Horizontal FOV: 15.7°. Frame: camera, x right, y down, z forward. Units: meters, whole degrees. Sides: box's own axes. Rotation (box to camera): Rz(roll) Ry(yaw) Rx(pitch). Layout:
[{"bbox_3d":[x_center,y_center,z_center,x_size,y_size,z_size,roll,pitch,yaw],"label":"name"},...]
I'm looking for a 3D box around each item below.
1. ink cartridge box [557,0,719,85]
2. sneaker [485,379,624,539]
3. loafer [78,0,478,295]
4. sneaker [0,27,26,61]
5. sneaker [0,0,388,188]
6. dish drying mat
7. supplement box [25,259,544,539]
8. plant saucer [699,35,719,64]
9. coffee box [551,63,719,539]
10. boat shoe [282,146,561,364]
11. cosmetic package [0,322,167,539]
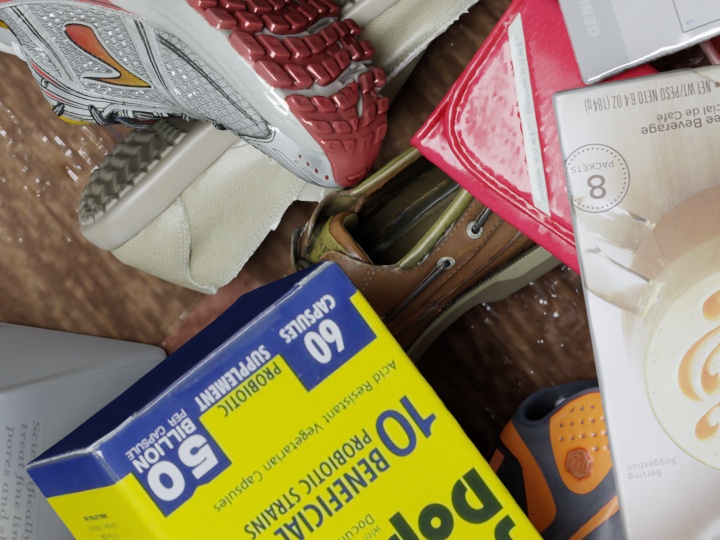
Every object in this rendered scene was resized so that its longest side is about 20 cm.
[{"bbox_3d":[0.139,-0.183,0.937,0.176,0.045,0.200,-20,75,20],"label":"ink cartridge box"},{"bbox_3d":[0.135,0.102,0.969,0.200,0.078,0.112,22,101,17],"label":"sneaker"},{"bbox_3d":[-0.020,-0.067,1.022,0.200,0.076,0.068,-39,117,8],"label":"loafer"},{"bbox_3d":[-0.136,-0.109,1.059,0.200,0.076,0.092,-12,93,21],"label":"sneaker"},{"bbox_3d":[-0.070,-0.082,0.969,0.200,0.078,0.082,35,115,31],"label":"sneaker"},{"bbox_3d":[0.119,-0.016,0.939,0.200,0.018,0.077,36,95,3],"label":"dish drying mat"},{"bbox_3d":[-0.006,0.112,0.914,0.109,0.110,0.200,-39,96,-19],"label":"supplement box"},{"bbox_3d":[0.234,-0.097,0.946,0.200,0.037,0.200,-35,80,18],"label":"plant saucer"},{"bbox_3d":[0.137,0.029,0.891,0.114,0.080,0.200,-10,92,6],"label":"coffee box"},{"bbox_3d":[0.000,0.000,0.998,0.200,0.068,0.072,-40,45,4],"label":"boat shoe"},{"bbox_3d":[-0.203,0.104,1.042,0.200,0.165,0.165,8,96,19],"label":"cosmetic package"}]
